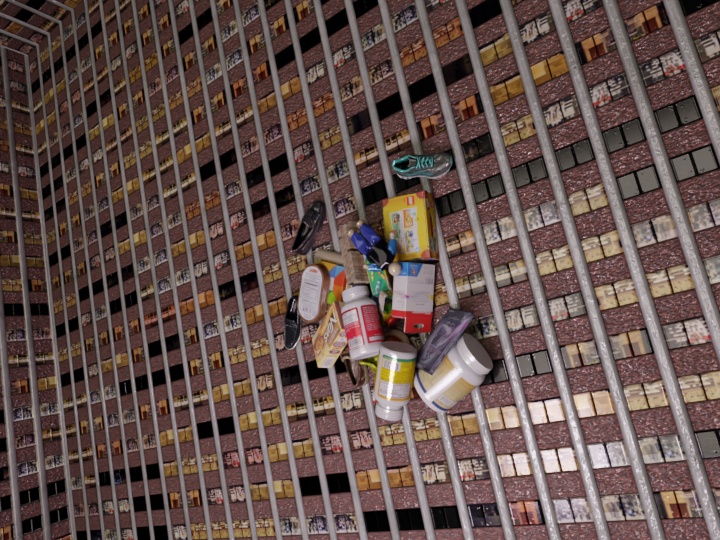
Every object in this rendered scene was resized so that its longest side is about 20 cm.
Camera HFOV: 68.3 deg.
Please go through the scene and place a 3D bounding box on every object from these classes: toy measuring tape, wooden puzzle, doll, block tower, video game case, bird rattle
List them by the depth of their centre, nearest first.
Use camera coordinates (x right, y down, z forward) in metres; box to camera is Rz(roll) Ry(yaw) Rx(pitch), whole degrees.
[{"bbox_3d":[0.229,0.196,1.498,0.019,0.143,0.201,39,81,-12],"label":"video game case"},{"bbox_3d":[0.051,-0.064,1.566,0.136,0.048,0.201,-44,67,6],"label":"doll"},{"bbox_3d":[0.086,0.113,1.623,0.073,0.073,0.202,42,153,27],"label":"toy measuring tape"},{"bbox_3d":[0.097,0.260,1.633,0.196,0.112,0.166,-3,66,32],"label":"bird rattle"},{"bbox_3d":[-0.023,-0.049,1.648,0.058,0.053,0.204,-40,55,51],"label":"block tower"},{"bbox_3d":[-0.101,0.040,1.798,0.182,0.037,0.205,14,93,37],"label":"wooden puzzle"}]

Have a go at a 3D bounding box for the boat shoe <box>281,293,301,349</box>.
[{"bbox_3d":[-0.242,0.181,1.876,0.073,0.062,0.204,18,99,30],"label":"boat shoe"}]

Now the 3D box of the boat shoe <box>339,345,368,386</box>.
[{"bbox_3d":[-0.028,0.278,1.727,0.071,0.071,0.205,-18,78,30],"label":"boat shoe"}]

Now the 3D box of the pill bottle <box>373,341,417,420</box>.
[{"bbox_3d":[0.095,0.315,1.513,0.111,0.112,0.205,13,100,32],"label":"pill bottle"}]

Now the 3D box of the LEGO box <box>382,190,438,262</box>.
[{"bbox_3d":[0.153,-0.128,1.628,0.146,0.077,0.205,-7,84,32],"label":"LEGO box"}]

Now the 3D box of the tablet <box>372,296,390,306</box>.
[{"bbox_3d":[0.024,0.086,1.738,0.200,0.014,0.131,-47,65,23],"label":"tablet"}]

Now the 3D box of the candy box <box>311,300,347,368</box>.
[{"bbox_3d":[-0.091,0.211,1.728,0.201,0.054,0.117,-58,37,36],"label":"candy box"}]

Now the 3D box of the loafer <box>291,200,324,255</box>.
[{"bbox_3d":[-0.183,-0.148,1.853,0.071,0.063,0.204,29,103,30],"label":"loafer"}]

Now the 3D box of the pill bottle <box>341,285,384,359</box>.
[{"bbox_3d":[0.004,0.155,1.592,0.111,0.111,0.204,-21,72,30],"label":"pill bottle"}]

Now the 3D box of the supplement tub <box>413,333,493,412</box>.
[{"bbox_3d":[0.261,0.288,1.498,0.200,0.143,0.145,-45,66,22],"label":"supplement tub"}]

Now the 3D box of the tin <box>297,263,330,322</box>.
[{"bbox_3d":[-0.160,0.078,1.803,0.110,0.042,0.205,12,96,33],"label":"tin"}]

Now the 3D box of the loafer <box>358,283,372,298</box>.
[{"bbox_3d":[0.000,0.000,1.707,0.070,0.073,0.205,-13,71,23],"label":"loafer"}]

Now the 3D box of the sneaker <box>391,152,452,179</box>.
[{"bbox_3d":[0.181,-0.319,1.611,0.196,0.091,0.080,-5,85,32],"label":"sneaker"}]

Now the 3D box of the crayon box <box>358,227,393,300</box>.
[{"bbox_3d":[0.057,-0.017,1.647,0.057,0.119,0.204,-17,74,14],"label":"crayon box"}]

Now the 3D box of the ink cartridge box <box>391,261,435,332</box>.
[{"bbox_3d":[0.157,0.080,1.584,0.067,0.114,0.205,2,88,53],"label":"ink cartridge box"}]
